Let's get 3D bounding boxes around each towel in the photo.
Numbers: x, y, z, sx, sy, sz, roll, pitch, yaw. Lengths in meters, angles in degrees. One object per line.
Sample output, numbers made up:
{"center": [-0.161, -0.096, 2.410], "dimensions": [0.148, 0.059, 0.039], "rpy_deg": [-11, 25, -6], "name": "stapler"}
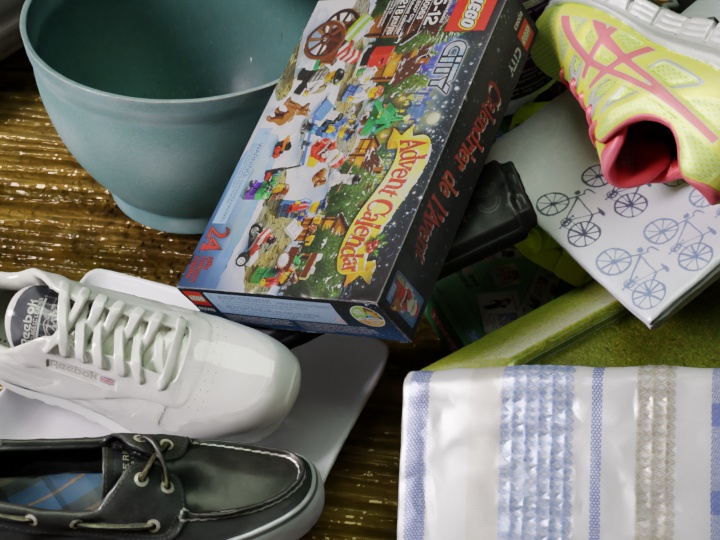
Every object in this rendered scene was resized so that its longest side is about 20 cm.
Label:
{"center": [0.107, 0.118, 0.686], "dimensions": [0.199, 0.024, 0.148], "rpy_deg": [-3, 81, 26], "name": "towel"}

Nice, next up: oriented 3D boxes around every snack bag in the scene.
{"center": [0.181, -0.074, 0.797], "dimensions": [0.199, 0.021, 0.189], "rpy_deg": [-35, 40, -4], "name": "snack bag"}

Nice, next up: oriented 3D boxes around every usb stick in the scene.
{"center": [0.000, 0.000, 0.809], "dimensions": [0.199, 0.033, 0.056], "rpy_deg": [-26, 44, 10], "name": "usb stick"}

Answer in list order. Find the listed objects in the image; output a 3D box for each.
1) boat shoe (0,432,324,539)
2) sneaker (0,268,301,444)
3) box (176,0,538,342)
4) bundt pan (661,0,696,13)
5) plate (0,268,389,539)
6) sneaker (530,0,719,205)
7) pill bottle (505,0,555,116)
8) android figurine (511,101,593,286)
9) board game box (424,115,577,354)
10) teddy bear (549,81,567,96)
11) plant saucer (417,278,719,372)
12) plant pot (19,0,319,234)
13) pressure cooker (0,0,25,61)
{"center": [-0.117, 0.110, 0.729], "dimensions": [0.198, 0.057, 0.069], "rpy_deg": [-5, 43, -3], "name": "boat shoe"}
{"center": [-0.128, 0.043, 0.772], "dimensions": [0.198, 0.081, 0.077], "rpy_deg": [8, 65, 18], "name": "sneaker"}
{"center": [0.000, -0.061, 0.796], "dimensions": [0.136, 0.038, 0.201], "rpy_deg": [3, 59, 38], "name": "box"}
{"center": [0.269, -0.098, 0.928], "dimensions": [0.200, 0.076, 0.202], "rpy_deg": [14, 32, -9], "name": "bundt pan"}
{"center": [-0.106, 0.093, 0.813], "dimensions": [0.198, 0.032, 0.200], "rpy_deg": [13, 44, 17], "name": "plate"}
{"center": [0.140, -0.090, 0.768], "dimensions": [0.091, 0.078, 0.200], "rpy_deg": [-58, 31, 1], "name": "sneaker"}
{"center": [0.078, -0.173, 0.897], "dimensions": [0.111, 0.200, 0.113], "rpy_deg": [-2, 67, 4], "name": "pill bottle"}
{"center": [0.160, -0.043, 0.898], "dimensions": [0.199, 0.041, 0.182], "rpy_deg": [-9, 43, -34], "name": "android figurine"}
{"center": [0.089, -0.018, 0.923], "dimensions": [0.134, 0.029, 0.200], "rpy_deg": [-15, 44, -15], "name": "board game box"}
{"center": [0.086, -0.148, 1.046], "dimensions": [0.198, 0.067, 0.145], "rpy_deg": [-16, 30, -8], "name": "teddy bear"}
{"center": [0.160, 0.082, 0.747], "dimensions": [0.199, 0.048, 0.201], "rpy_deg": [-26, 68, -21], "name": "plant saucer"}
{"center": [-0.108, -0.110, 0.953], "dimensions": [0.198, 0.135, 0.201], "rpy_deg": [0, 41, 0], "name": "plant pot"}
{"center": [-0.324, -0.208, 1.042], "dimensions": [0.175, 0.180, 0.200], "rpy_deg": [27, 50, 25], "name": "pressure cooker"}
